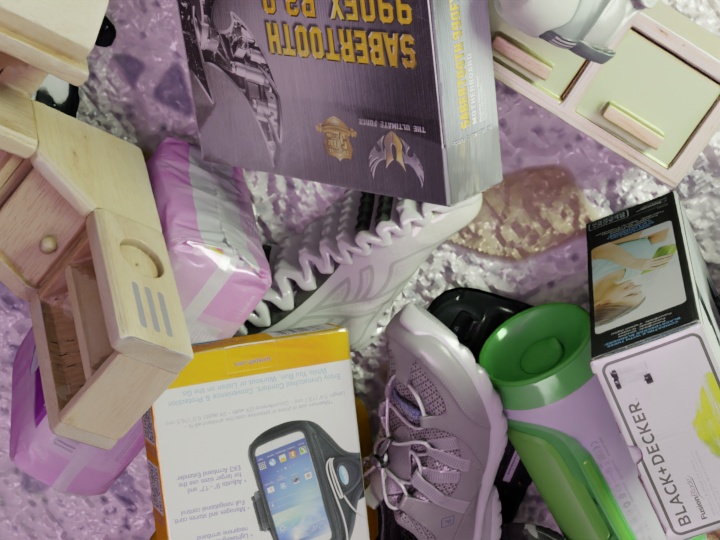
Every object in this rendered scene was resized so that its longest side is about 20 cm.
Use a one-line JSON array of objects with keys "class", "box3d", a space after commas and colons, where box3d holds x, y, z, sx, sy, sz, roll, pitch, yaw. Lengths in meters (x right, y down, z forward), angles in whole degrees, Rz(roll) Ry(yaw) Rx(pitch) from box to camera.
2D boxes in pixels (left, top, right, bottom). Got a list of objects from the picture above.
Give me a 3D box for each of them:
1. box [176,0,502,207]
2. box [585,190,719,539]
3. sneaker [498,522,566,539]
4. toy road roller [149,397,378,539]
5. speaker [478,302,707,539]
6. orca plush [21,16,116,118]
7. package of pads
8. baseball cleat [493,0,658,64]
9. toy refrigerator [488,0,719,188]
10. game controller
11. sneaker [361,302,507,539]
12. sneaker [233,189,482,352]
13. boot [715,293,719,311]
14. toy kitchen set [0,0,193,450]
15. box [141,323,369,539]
[{"class": "box", "box3d": [-0.019, -0.128, 0.841, 0.200, 0.048, 0.159, 14, 119, 42]}, {"class": "box", "box3d": [0.173, 0.047, 0.853, 0.060, 0.200, 0.117, -21, 107, 15]}, {"class": "sneaker", "box3d": [0.114, 0.229, 0.998, 0.086, 0.080, 0.200, 6, 144, -7]}, {"class": "toy road roller", "box3d": [-0.076, 0.167, 0.980, 0.146, 0.123, 0.201, 6, 101, 54]}, {"class": "speaker", "box3d": [0.144, 0.117, 0.933, 0.088, 0.089, 0.200, -21, 120, 17]}, {"class": "orca plush", "box3d": [-0.174, -0.124, 0.913, 0.071, 0.105, 0.200, -15, 109, -18]}, {"class": "package of pads", "box3d": [-0.137, 0.030, 0.935, 0.076, 0.121, 0.200, 27, 116, -26]}, {"class": "baseball cleat", "box3d": [0.121, -0.202, 0.804, 0.106, 0.070, 0.200, 22, 72, -27]}, {"class": "toy refrigerator", "box3d": [0.112, -0.135, 0.860, 0.200, 0.070, 0.076, 31, 113, -5]}, {"class": "game controller", "box3d": [0.067, 0.107, 0.990, 0.104, 0.042, 0.200, 14, 115, -12]}, {"class": "sneaker", "box3d": [0.036, 0.111, 0.900, 0.082, 0.075, 0.200, -26, 128, -22]}, {"class": "sneaker", "box3d": [0.000, 0.000, 0.937, 0.200, 0.075, 0.081, -30, 114, 30]}, {"class": "boot", "box3d": [0.304, 0.023, 0.890, 0.158, 0.079, 0.211, -45, 135, -8]}, {"class": "toy kitchen set", "box3d": [-0.178, -0.050, 0.786, 0.200, 0.181, 0.163, 23, 121, -37]}, {"class": "box", "box3d": [-0.057, 0.137, 0.878, 0.119, 0.041, 0.201, -8, 98, -20]}]
